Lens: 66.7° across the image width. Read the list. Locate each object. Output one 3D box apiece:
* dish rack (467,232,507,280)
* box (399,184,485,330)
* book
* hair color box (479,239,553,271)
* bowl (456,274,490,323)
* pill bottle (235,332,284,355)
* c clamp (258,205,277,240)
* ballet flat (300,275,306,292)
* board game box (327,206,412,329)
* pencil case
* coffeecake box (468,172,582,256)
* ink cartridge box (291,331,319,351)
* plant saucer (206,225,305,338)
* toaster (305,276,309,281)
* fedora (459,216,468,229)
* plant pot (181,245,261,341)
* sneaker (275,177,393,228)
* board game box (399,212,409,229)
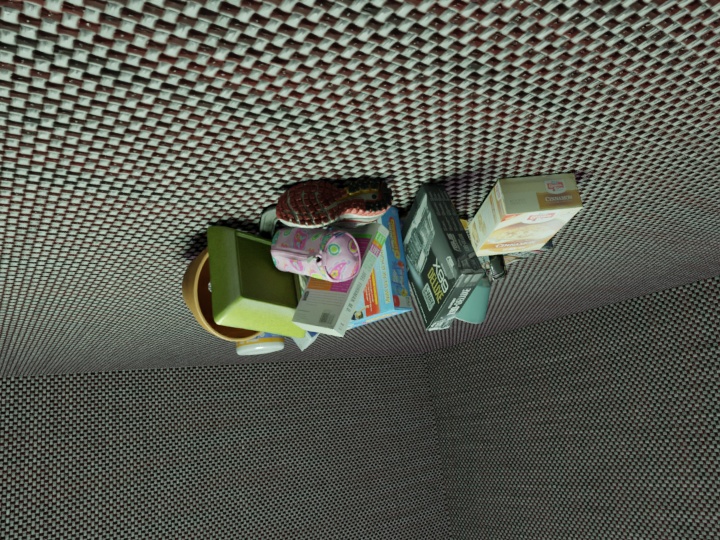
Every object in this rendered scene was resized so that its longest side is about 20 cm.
[{"bbox_3d":[0.221,-0.017,1.236,0.195,0.155,0.055,-20,118,17],"label":"dish rack"},{"bbox_3d":[0.133,-0.024,0.970,0.048,0.204,0.159,-2,143,-21],"label":"box"},{"bbox_3d":[-0.036,0.011,0.966,0.048,0.204,0.132,36,160,-32],"label":"book"},{"bbox_3d":[0.352,-0.056,1.328,0.097,0.062,0.198,5,161,-40],"label":"hair color box"},{"bbox_3d":[0.258,0.033,1.420,0.197,0.201,0.107,5,120,-40],"label":"bowl"},{"bbox_3d":[-0.237,0.083,1.252,0.109,0.206,0.112,-8,168,-2],"label":"pill bottle"},{"bbox_3d":[-0.109,-0.087,1.037,0.166,0.028,0.200,-2,164,-21],"label":"c clamp"},{"bbox_3d":[-0.168,-0.004,1.243,0.065,0.064,0.202,-3,149,10],"label":"ballet flat"},{"bbox_3d":[0.000,0.000,1.074,0.055,0.206,0.193,6,161,-44],"label":"board game box"},{"bbox_3d":[-0.083,-0.031,0.948,0.086,0.090,0.198,4,-175,-36],"label":"pencil case"},{"bbox_3d":[0.315,-0.105,1.076,0.149,0.075,0.201,-6,160,-7],"label":"coffeecake box"},{"bbox_3d":[-0.183,0.104,1.402,0.043,0.198,0.200,-36,175,-18],"label":"ink cartridge box"},{"bbox_3d":[-0.181,0.011,1.014,0.197,0.204,0.048,16,139,-41],"label":"plant saucer"},{"bbox_3d":[-0.097,0.077,1.440,0.126,0.117,0.200,11,169,-14],"label":"toaster"},{"bbox_3d":[0.143,-0.053,1.181,0.194,0.084,0.201,-8,165,-2],"label":"fedora"},{"bbox_3d":[-0.275,0.035,1.116,0.197,0.207,0.138,6,176,-42],"label":"plant pot"},{"bbox_3d":[-0.044,-0.098,0.918,0.194,0.080,0.082,-4,160,-13],"label":"sneaker"},{"bbox_3d":[0.111,-0.070,1.097,0.196,0.097,0.030,-20,-161,33],"label":"board game box"}]
